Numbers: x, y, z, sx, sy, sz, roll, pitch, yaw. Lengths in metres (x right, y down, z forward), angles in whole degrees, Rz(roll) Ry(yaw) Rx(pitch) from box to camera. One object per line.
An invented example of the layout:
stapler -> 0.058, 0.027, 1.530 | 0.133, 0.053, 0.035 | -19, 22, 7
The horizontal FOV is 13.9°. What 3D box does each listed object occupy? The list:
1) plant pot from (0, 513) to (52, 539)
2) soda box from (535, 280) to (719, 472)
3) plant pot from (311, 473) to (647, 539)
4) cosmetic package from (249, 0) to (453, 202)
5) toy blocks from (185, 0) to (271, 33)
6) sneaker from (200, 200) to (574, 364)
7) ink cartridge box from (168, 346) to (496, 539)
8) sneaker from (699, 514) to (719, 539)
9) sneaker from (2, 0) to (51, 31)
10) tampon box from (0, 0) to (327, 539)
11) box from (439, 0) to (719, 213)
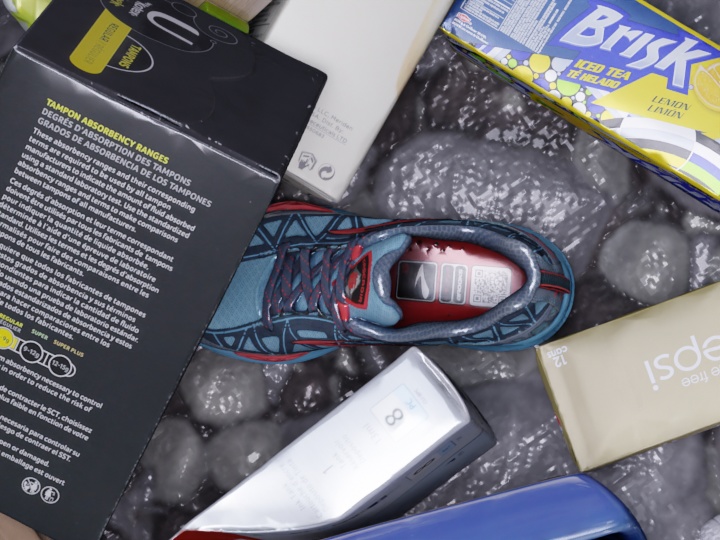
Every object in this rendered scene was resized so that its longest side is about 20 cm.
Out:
plant pot -> -0.197, 0.126, 1.393 | 0.201, 0.201, 0.093 | 39, 49, 8
soda box -> 0.185, 0.033, 1.393 | 0.200, 0.068, 0.064 | -21, 84, 4
plant pot -> 0.059, 0.199, 1.332 | 0.200, 0.200, 0.180 | -15, 78, 6
cosmetic package -> 0.003, -0.136, 1.404 | 0.071, 0.105, 0.200 | 30, 90, -9
toy blocks -> -0.048, -0.203, 1.377 | 0.137, 0.100, 0.200 | -39, 38, 34
sneaker -> 0.000, 0.000, 1.401 | 0.200, 0.096, 0.079 | -4, 84, 6
ink cartridge box -> -0.031, 0.118, 1.361 | 0.200, 0.160, 0.047 | -39, 81, 1
sneaker -> 0.253, 0.178, 1.370 | 0.115, 0.075, 0.200 | -33, 79, 5
sneaker -> -0.118, -0.127, 1.435 | 0.105, 0.076, 0.200 | -20, 83, 3
tampon box -> -0.120, -0.010, 1.296 | 0.126, 0.150, 0.200 | 27, 112, -4
box -> 0.139, -0.085, 1.407 | 0.200, 0.070, 0.064 | 33, 90, 8
